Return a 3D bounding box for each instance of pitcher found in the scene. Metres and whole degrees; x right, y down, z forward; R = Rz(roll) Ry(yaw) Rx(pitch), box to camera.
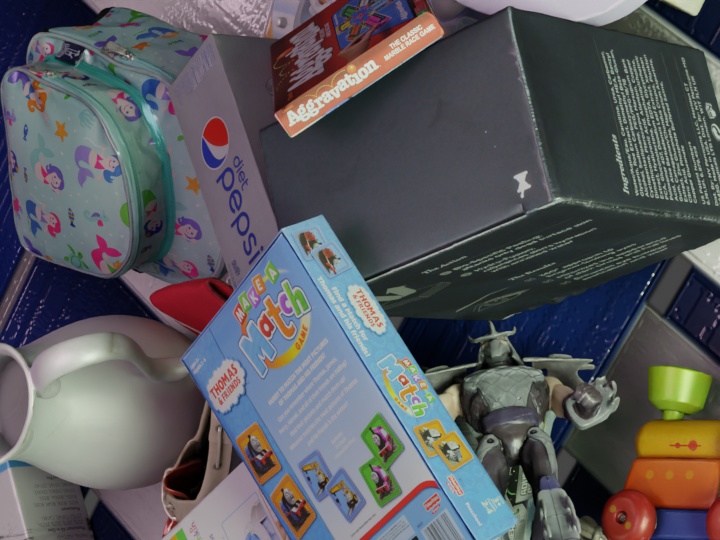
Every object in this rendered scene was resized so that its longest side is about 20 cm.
[{"bbox_3d":[-0.173,0.082,1.493,0.171,0.199,0.122,-25,72,37],"label":"pitcher"}]

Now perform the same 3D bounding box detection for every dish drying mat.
[{"bbox_3d":[-0.090,0.032,1.444,0.018,0.077,0.200,-58,12,-9],"label":"dish drying mat"}]

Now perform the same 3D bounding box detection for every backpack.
[{"bbox_3d":[-0.145,-0.079,1.509,0.199,0.150,0.179,17,122,32],"label":"backpack"}]

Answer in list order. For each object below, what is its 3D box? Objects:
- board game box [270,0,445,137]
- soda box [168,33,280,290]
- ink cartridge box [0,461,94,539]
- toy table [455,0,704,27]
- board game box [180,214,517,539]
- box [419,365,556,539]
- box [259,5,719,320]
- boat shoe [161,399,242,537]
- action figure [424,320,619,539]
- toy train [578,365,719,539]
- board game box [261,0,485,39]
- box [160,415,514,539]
[{"bbox_3d":[-0.006,-0.134,1.281,0.103,0.200,0.019,-35,105,7],"label":"board game box"},{"bbox_3d":[-0.053,-0.050,1.365,0.063,0.068,0.201,-48,52,42],"label":"soda box"},{"bbox_3d":[-0.258,0.224,1.649,0.116,0.067,0.201,-31,68,35],"label":"ink cartridge box"},{"bbox_3d":[0.109,-0.202,1.293,0.200,0.117,0.184,43,105,26],"label":"toy table"},{"bbox_3d":[-0.012,0.092,1.220,0.201,0.036,0.151,57,141,13],"label":"board game box"},{"bbox_3d":[0.026,0.131,1.421,0.199,0.040,0.138,16,100,41],"label":"box"},{"bbox_3d":[0.084,-0.054,1.273,0.196,0.199,0.118,-23,73,38],"label":"box"},{"bbox_3d":[-0.102,0.141,1.487,0.200,0.062,0.072,124,143,-48],"label":"boat shoe"},{"bbox_3d":[0.089,0.103,1.266,0.129,0.070,0.201,-13,46,7],"label":"action figure"},{"bbox_3d":[0.175,0.107,1.270,0.199,0.084,0.117,-3,76,41],"label":"toy train"},{"bbox_3d":[0.011,-0.182,1.458,0.199,0.026,0.201,26,105,39],"label":"board game box"},{"bbox_3d":[-0.023,0.164,1.360,0.200,0.112,0.102,-44,62,29],"label":"box"}]
